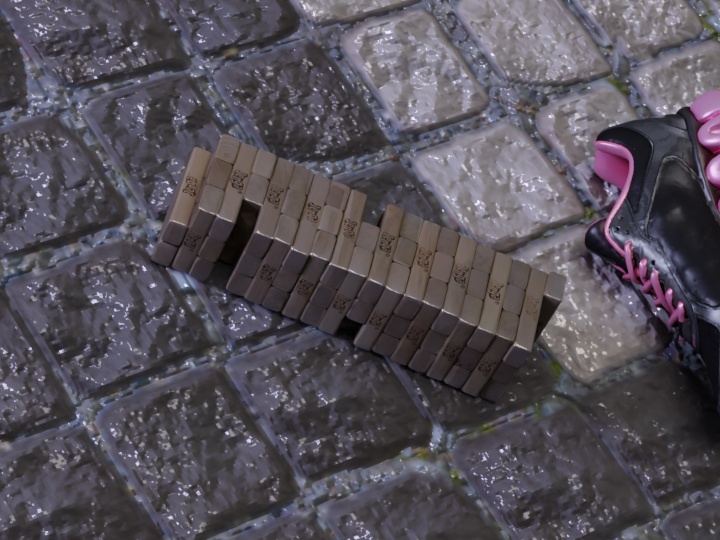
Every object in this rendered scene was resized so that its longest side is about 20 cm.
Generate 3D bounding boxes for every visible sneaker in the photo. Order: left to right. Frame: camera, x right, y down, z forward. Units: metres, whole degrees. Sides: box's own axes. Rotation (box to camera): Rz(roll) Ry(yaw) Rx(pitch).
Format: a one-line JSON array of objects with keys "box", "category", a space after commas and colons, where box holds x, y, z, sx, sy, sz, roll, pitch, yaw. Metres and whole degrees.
[{"box": [0.169, -0.004, 1.350, 0.095, 0.079, 0.200, -7, 55, -2], "category": "sneaker"}]

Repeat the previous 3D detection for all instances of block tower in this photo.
[{"box": [0.000, 0.000, 1.271, 0.200, 0.054, 0.058, 21, 50, -7], "category": "block tower"}]
